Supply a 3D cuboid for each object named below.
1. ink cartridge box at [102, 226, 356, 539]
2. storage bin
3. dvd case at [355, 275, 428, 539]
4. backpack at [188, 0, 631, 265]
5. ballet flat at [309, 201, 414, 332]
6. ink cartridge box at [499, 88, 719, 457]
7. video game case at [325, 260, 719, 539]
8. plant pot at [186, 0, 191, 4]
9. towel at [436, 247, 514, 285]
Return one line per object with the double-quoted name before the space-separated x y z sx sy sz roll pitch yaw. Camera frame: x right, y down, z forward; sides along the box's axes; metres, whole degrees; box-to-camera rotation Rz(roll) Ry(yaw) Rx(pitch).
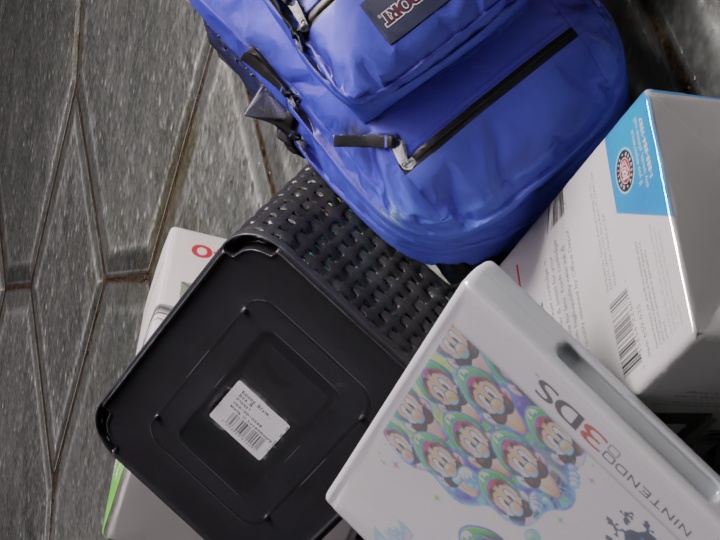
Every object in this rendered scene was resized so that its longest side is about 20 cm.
"ink cartridge box" -0.069 0.080 1.212 0.201 0.145 0.084 -86 13 -47
"storage bin" -0.033 0.053 1.023 0.200 0.135 0.094 -49 -1 42
"dvd case" 0.015 0.109 1.170 0.149 0.016 0.201 -92 13 -70
"backpack" 0.024 -0.104 0.914 0.200 0.162 0.168 52 -176 10
"ballet flat" 0.000 0.000 1.108 0.200 0.070 0.071 104 161 -54
"ink cartridge box" 0.119 0.024 0.865 0.200 0.066 0.116 125 143 -56
"video game case" 0.081 0.114 0.860 0.182 0.024 0.200 44 143 11
"plant pot" -0.031 -0.242 1.146 0.201 0.199 0.178 -119 37 -57
"towel" 0.055 -0.071 1.097 0.200 0.048 0.112 -119 37 -58
